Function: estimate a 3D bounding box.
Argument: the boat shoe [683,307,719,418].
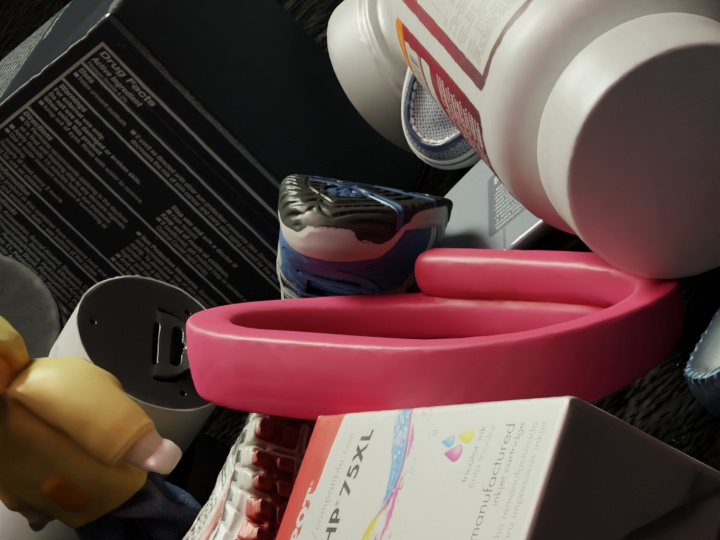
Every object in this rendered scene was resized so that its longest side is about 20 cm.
[{"bbox_3d":[0.164,-0.037,0.737,0.200,0.069,0.084,-53,18,-21],"label":"boat shoe"}]

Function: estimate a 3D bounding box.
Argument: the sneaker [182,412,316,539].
[{"bbox_3d":[-0.045,0.111,0.881,0.082,0.078,0.200,-29,24,47],"label":"sneaker"}]

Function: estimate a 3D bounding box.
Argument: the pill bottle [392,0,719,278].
[{"bbox_3d":[0.089,-0.078,0.845,0.110,0.110,0.200,-44,29,7],"label":"pill bottle"}]

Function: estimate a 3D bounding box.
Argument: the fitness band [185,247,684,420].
[{"bbox_3d":[0.026,0.025,0.817,0.200,0.037,0.144,1,14,42],"label":"fitness band"}]

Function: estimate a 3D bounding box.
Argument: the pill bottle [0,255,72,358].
[{"bbox_3d":[-0.199,0.068,1.156,0.112,0.112,0.200,-53,-9,-22],"label":"pill bottle"}]

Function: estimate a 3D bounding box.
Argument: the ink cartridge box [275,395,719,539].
[{"bbox_3d":[0.021,0.109,0.700,0.200,0.067,0.116,-12,55,61],"label":"ink cartridge box"}]

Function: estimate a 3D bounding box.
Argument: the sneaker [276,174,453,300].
[{"bbox_3d":[0.000,0.000,0.977,0.200,0.076,0.077,28,-107,-82],"label":"sneaker"}]

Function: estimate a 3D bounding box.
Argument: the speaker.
[{"bbox_3d":[-0.135,0.093,1.041,0.200,0.081,0.081,-54,9,39],"label":"speaker"}]

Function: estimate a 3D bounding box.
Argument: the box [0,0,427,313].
[{"bbox_3d":[-0.106,-0.053,1.189,0.198,0.200,0.123,-31,22,37],"label":"box"}]

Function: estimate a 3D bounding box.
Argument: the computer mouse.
[{"bbox_3d":[-0.095,0.110,1.093,0.059,0.034,0.200,-71,16,-7],"label":"computer mouse"}]

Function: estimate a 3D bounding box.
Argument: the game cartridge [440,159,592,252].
[{"bbox_3d":[0.118,-0.062,0.962,0.200,0.040,0.133,-40,22,20],"label":"game cartridge"}]

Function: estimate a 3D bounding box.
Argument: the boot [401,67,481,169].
[{"bbox_3d":[0.057,-0.129,0.993,0.090,0.073,0.200,-15,-41,-55],"label":"boot"}]

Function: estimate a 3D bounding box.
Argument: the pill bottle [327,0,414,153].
[{"bbox_3d":[0.084,-0.148,1.097,0.200,0.114,0.114,-34,21,34],"label":"pill bottle"}]

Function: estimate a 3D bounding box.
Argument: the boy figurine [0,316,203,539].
[{"bbox_3d":[-0.125,0.081,0.931,0.124,0.200,0.064,-19,32,48],"label":"boy figurine"}]
